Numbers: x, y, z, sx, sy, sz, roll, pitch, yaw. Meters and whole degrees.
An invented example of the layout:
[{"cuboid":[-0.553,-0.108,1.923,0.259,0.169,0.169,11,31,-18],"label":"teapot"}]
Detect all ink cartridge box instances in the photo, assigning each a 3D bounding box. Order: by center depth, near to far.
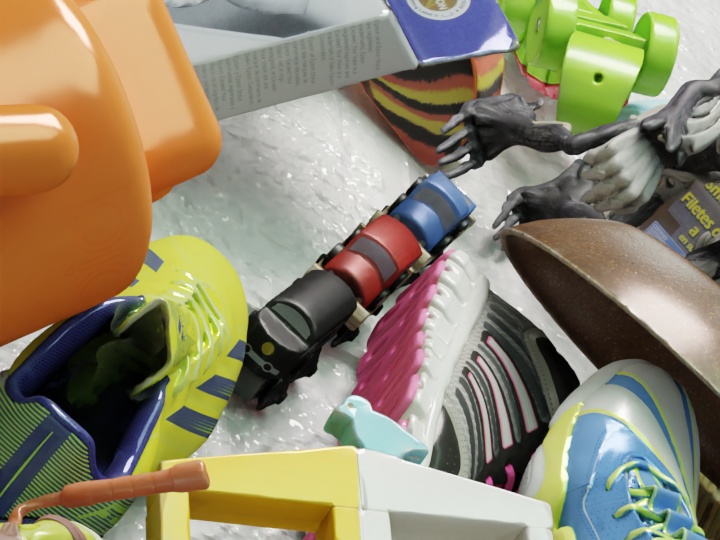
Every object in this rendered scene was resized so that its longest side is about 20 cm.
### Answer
[{"cuboid":[-0.061,-0.144,1.012,0.200,0.041,0.200,-15,51,-14],"label":"ink cartridge box"}]

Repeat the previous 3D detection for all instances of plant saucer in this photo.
[{"cuboid":[0.136,0.044,0.953,0.200,0.037,0.200,44,-5,5],"label":"plant saucer"}]

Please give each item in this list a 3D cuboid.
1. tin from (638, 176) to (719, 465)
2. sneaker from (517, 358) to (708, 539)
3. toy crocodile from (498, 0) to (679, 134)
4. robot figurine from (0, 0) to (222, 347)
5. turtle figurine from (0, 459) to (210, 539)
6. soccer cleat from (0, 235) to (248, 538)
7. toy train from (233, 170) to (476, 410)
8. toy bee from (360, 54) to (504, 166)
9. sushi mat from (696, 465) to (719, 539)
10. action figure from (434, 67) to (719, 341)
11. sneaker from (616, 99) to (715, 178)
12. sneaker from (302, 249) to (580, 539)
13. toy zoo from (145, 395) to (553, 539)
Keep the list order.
[{"cuboid":[0.187,0.032,1.069,0.042,0.112,0.200,27,21,-51],"label":"tin"},{"cuboid":[0.101,0.111,0.825,0.076,0.105,0.200,37,54,-29],"label":"sneaker"},{"cuboid":[0.103,-0.106,1.205,0.067,0.062,0.200,13,13,-11],"label":"toy crocodile"},{"cuboid":[-0.142,-0.025,0.736,0.200,0.117,0.144,-24,39,-26],"label":"robot figurine"},{"cuboid":[-0.125,0.094,0.652,0.200,0.064,0.161,2,51,-19],"label":"turtle figurine"},{"cuboid":[-0.072,0.032,0.817,0.065,0.084,0.200,40,30,-1],"label":"soccer cleat"},{"cuboid":[0.000,0.000,0.981,0.034,0.046,0.200,42,29,5],"label":"toy train"},{"cuboid":[-0.005,-0.145,1.114,0.200,0.109,0.131,32,32,-13],"label":"toy bee"},{"cuboid":[0.118,0.125,0.976,0.096,0.012,0.200,40,29,2],"label":"sushi mat"},{"cuboid":[0.133,-0.031,1.039,0.102,0.200,0.119,-53,128,-34],"label":"action figure"},{"cuboid":[0.169,-0.005,1.164,0.082,0.074,0.200,-2,40,-39],"label":"sneaker"},{"cuboid":[0.039,0.069,0.904,0.087,0.074,0.200,34,29,-8],"label":"sneaker"},{"cuboid":[0.001,0.127,0.751,0.131,0.020,0.200,7,54,-18],"label":"toy zoo"}]
